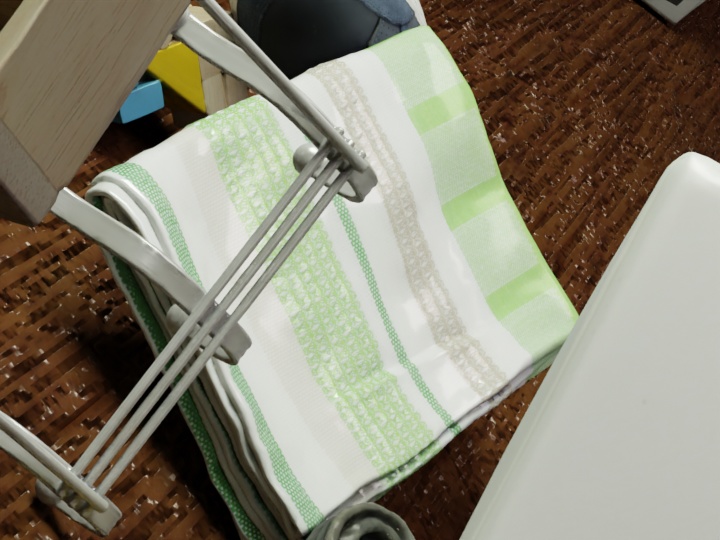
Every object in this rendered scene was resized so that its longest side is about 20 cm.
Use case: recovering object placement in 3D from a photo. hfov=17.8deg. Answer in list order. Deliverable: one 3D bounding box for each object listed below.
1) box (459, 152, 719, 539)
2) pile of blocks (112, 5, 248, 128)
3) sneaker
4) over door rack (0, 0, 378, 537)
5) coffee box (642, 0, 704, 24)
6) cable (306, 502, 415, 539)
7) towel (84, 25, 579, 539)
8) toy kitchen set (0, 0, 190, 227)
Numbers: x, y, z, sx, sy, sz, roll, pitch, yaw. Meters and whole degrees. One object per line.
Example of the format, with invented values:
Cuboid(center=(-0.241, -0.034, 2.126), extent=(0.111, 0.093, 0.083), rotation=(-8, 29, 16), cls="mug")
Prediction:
Cuboid(center=(0.127, 0.108, 0.684), extent=(0.200, 0.199, 0.171), rotation=(28, -9, 7), cls="box")
Cuboid(center=(-0.123, -0.106, 0.873), extent=(0.062, 0.082, 0.200), rotation=(13, -22, 42), cls="pile of blocks")
Cuboid(center=(0.013, -0.032, 0.932), extent=(0.202, 0.077, 0.146), rotation=(60, 11, -48), cls="sneaker")
Cuboid(center=(-0.095, -0.035, 0.654), extent=(0.067, 0.148, 0.200), rotation=(23, -20, 44), cls="over door rack")
Cuboid(center=(0.230, -0.354, 1.769), extent=(0.198, 0.200, 0.200), rotation=(26, 33, -48), cls="coffee box")
Cuboid(center=(-0.019, 0.119, 0.690), extent=(0.200, 0.050, 0.097), rotation=(-13, 66, -55), cls="cable")
Cuboid(center=(0.000, 0.000, 0.836), extent=(0.200, 0.031, 0.149), rotation=(-31, 99, -47), cls="towel")
Cuboid(center=(-0.134, -0.149, 0.488), extent=(0.180, 0.163, 0.200), rotation=(19, -22, 32), cls="toy kitchen set")
